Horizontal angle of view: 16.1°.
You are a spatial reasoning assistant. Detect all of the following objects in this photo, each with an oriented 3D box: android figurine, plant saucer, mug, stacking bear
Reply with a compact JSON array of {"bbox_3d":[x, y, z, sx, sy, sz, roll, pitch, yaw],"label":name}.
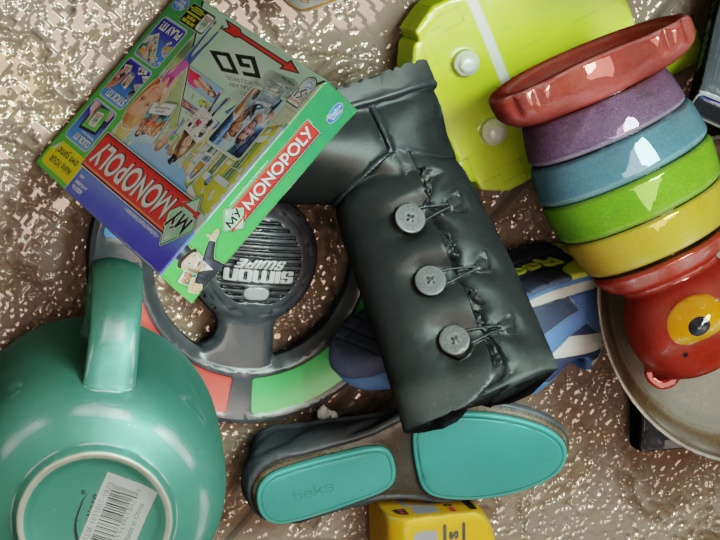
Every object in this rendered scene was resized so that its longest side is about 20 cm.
[{"bbox_3d":[0.106,-0.126,1.531,0.199,0.041,0.183,-26,108,-12],"label":"android figurine"},{"bbox_3d":[0.230,0.018,1.556,0.199,0.032,0.201,1,86,-19],"label":"plant saucer"},{"bbox_3d":[-0.158,0.104,1.446,0.152,0.114,0.185,-24,113,3],"label":"mug"},{"bbox_3d":[0.164,-0.032,1.464,0.121,0.114,0.201,-24,98,-4],"label":"stacking bear"}]

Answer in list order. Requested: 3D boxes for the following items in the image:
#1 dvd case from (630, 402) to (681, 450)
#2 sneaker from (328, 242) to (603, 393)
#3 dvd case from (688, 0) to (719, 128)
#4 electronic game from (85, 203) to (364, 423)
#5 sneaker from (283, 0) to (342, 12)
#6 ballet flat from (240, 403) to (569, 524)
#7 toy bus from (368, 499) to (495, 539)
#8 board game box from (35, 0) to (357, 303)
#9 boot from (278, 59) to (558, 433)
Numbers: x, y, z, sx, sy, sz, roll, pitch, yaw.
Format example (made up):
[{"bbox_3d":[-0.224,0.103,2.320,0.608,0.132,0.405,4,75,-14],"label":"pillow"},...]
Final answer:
[{"bbox_3d":[0.269,0.033,1.623,0.199,0.025,0.151,-3,102,-17],"label":"dvd case"},{"bbox_3d":[0.072,0.046,1.531,0.199,0.074,0.083,-16,117,-29],"label":"sneaker"},{"bbox_3d":[0.301,-0.111,1.535,0.199,0.151,0.025,24,139,-5],"label":"dvd case"},{"bbox_3d":[-0.064,-0.008,1.509,0.199,0.042,0.201,-4,103,-17],"label":"electronic game"},{"bbox_3d":[0.019,-0.223,1.477,0.078,0.079,0.200,44,59,13],"label":"sneaker"},{"bbox_3d":[0.024,0.106,1.543,0.199,0.073,0.073,-9,104,-7],"label":"ballet flat"},{"bbox_3d":[0.050,0.237,1.583,0.078,0.065,0.201,-5,103,-16],"label":"toy bus"},{"bbox_3d":[-0.095,-0.073,1.401,0.135,0.200,0.029,-49,123,-3],"label":"board game box"},{"bbox_3d":[0.001,0.000,1.443,0.164,0.066,0.201,-21,85,-6],"label":"boot"}]
